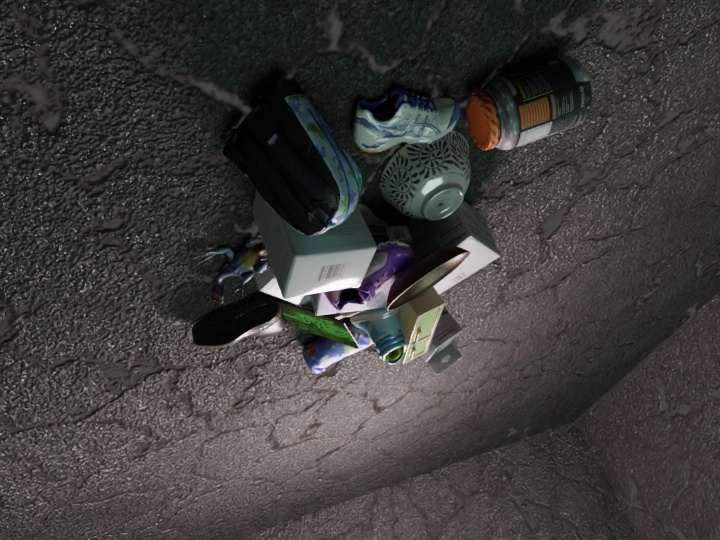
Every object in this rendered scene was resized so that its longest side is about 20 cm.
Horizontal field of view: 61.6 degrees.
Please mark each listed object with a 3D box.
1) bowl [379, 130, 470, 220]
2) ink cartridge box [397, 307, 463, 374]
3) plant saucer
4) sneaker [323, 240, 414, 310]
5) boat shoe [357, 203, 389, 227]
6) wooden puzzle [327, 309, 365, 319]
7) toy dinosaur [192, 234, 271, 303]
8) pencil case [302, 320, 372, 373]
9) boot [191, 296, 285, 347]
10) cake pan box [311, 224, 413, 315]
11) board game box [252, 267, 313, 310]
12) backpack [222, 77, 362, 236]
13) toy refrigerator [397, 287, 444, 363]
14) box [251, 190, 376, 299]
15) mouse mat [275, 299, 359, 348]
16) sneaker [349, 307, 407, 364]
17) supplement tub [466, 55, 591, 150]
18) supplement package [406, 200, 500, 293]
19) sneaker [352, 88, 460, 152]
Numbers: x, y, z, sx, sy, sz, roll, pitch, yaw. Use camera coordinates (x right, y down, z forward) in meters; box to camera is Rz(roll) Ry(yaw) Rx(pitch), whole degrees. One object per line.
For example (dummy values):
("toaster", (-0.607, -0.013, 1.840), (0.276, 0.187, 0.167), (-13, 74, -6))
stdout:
("bowl", (0.143, -0.161, 1.168), (0.195, 0.096, 0.203), (-19, 149, -12))
("ink cartridge box", (0.174, 0.142, 1.506), (0.114, 0.201, 0.067), (-24, 156, -40))
("plant saucer", (0.125, 0.008, 1.183), (0.197, 0.037, 0.201), (-33, 169, -7))
("sneaker", (0.015, 0.016, 1.121), (0.194, 0.090, 0.082), (-21, 138, -7))
("boat shoe", (0.016, -0.074, 1.224), (0.070, 0.073, 0.199), (-38, 147, 21))
("wooden puzzle", (-0.010, 0.072, 1.381), (0.181, 0.048, 0.199), (-19, 177, -28))
("toy dinosaur", (-0.214, -0.003, 1.157), (0.196, 0.108, 0.180), (-14, 170, -41))
("pencil case", (-0.055, 0.193, 1.555), (0.196, 0.079, 0.088), (-29, 119, 6))
("boot", (-0.260, 0.134, 1.337), (0.193, 0.080, 0.139), (-15, 160, -1))
("cake pan box", (0.000, 0.000, 1.203), (0.178, 0.053, 0.204), (-8, 138, -20))
("board game box", (-0.107, 0.002, 1.256), (0.146, 0.065, 0.198), (-38, 148, 17))
("backpack", (-0.087, -0.154, 0.915), (0.163, 0.202, 0.152), (-43, 164, 27))
("toy refrigerator", (0.126, 0.124, 1.360), (0.074, 0.071, 0.203), (-22, 148, -23))
("box", (-0.084, -0.074, 1.029), (0.148, 0.204, 0.108), (-7, 144, -27))
("mouse mat", (-0.103, 0.119, 1.352), (0.194, 0.008, 0.162), (14, 156, 23))
("sneaker", (0.040, 0.150, 1.385), (0.077, 0.135, 0.199), (-19, 178, -19))
("supplement tub", (0.292, -0.289, 1.061), (0.194, 0.125, 0.124), (-19, 149, -9))
("supplement package", (0.177, -0.047, 1.324), (0.197, 0.114, 0.154), (-33, 149, 26))
("sneaker", (0.081, -0.259, 1.000), (0.194, 0.077, 0.089), (-19, 148, -12))
